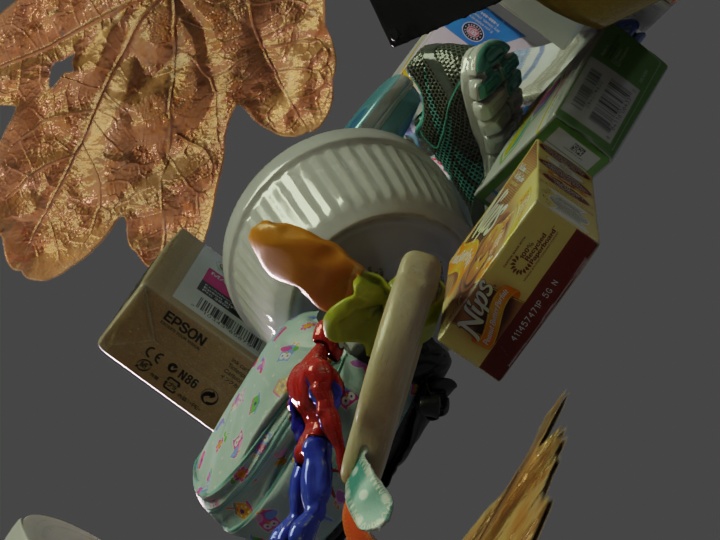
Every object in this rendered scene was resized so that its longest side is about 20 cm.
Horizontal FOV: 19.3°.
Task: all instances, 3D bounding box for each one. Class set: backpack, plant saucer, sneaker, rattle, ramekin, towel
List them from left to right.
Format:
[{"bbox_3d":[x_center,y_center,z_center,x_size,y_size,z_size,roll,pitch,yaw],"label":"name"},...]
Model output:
[{"bbox_3d":[-0.030,0.113,1.541,0.201,0.126,0.167,-57,7,6],"label":"backpack"},{"bbox_3d":[-0.025,0.075,1.352,0.130,0.142,0.201,147,144,-70],"label":"rattle"},{"bbox_3d":[0.000,0.000,1.649,0.201,0.200,0.105,-53,33,12],"label":"ramekin"},{"bbox_3d":[0.023,-0.053,1.764,0.201,0.130,0.080,-57,7,8],"label":"sneaker"},{"bbox_3d":[0.088,-0.107,1.719,0.078,0.091,0.201,-47,-40,-39],"label":"sneaker"},{"bbox_3d":[0.134,-0.165,1.799,0.199,0.024,0.147,-12,18,26],"label":"towel"},{"bbox_3d":[0.224,-0.232,1.571,0.199,0.049,0.200,-26,8,5],"label":"plant saucer"}]

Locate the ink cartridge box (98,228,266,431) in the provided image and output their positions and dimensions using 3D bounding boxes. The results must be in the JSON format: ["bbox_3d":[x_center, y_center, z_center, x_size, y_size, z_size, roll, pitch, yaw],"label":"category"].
[{"bbox_3d":[-0.105,0.069,1.761,0.075,0.200,0.165,-52,6,18],"label":"ink cartridge box"}]

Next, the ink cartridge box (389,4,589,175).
[{"bbox_3d":[0.128,-0.203,2.127,0.200,0.147,0.145,-50,6,39],"label":"ink cartridge box"}]

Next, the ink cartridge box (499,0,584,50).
[{"bbox_3d":[0.212,-0.303,1.794,0.200,0.083,0.147,-51,2,31],"label":"ink cartridge box"}]

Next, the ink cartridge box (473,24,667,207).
[{"bbox_3d":[0.150,-0.096,1.635,0.104,0.059,0.200,-57,5,-30],"label":"ink cartridge box"}]

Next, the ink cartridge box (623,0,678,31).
[{"bbox_3d":[0.298,-0.308,1.771,0.200,0.045,0.176,-56,3,-11],"label":"ink cartridge box"}]

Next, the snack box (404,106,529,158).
[{"bbox_3d":[0.101,-0.137,1.867,0.199,0.037,0.116,-14,13,21],"label":"snack box"}]

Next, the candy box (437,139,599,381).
[{"bbox_3d":[0.109,-0.011,1.446,0.116,0.055,0.200,-55,4,15],"label":"candy box"}]

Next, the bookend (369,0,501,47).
[{"bbox_3d":[0.130,-0.267,1.589,0.200,0.092,0.198,-31,8,-38],"label":"bookend"}]

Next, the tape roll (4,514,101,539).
[{"bbox_3d":[-0.214,0.300,1.609,0.139,0.202,0.203,-53,4,3],"label":"tape roll"}]

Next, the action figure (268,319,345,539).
[{"bbox_3d":[-0.030,0.131,1.423,0.065,0.051,0.201,145,130,-68],"label":"action figure"}]

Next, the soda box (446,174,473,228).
[{"bbox_3d":[0.053,-0.019,1.833,0.200,0.064,0.068,-41,4,18],"label":"soda box"}]
